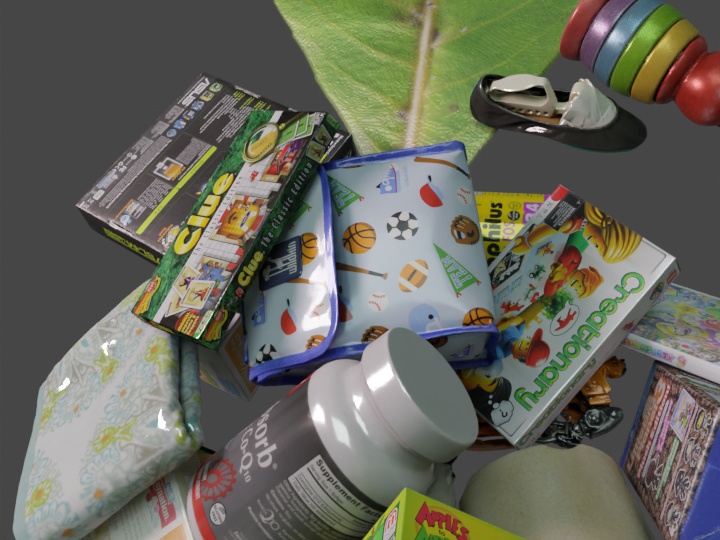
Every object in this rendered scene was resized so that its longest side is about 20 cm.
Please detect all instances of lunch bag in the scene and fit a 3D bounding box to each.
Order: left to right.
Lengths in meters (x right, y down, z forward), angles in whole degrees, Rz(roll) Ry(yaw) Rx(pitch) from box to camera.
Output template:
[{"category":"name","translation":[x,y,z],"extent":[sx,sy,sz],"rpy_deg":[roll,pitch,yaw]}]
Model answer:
[{"category":"lunch bag","translation":[0.000,0.000,0.689],"extent":[0.199,0.124,0.171],"rpy_deg":[-7,68,3]}]

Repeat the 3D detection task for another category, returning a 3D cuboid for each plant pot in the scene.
[{"category":"plant pot","translation":[0.152,0.240,0.629],"extent":[0.199,0.201,0.184],"rpy_deg":[-11,45,2]}]

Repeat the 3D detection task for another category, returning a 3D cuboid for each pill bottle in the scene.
[{"category":"pill bottle","translation":[-0.020,0.136,0.609],"extent":[0.200,0.116,0.116],"rpy_deg":[-41,55,21]},{"category":"pill bottle","translation":[0.103,-0.026,0.838],"extent":[0.199,0.104,0.105],"rpy_deg":[3,58,11]}]

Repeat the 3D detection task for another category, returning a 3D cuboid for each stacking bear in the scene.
[{"category":"stacking bear","translation":[0.331,-0.233,0.936],"extent":[0.200,0.122,0.114],"rpy_deg":[39,68,20]}]

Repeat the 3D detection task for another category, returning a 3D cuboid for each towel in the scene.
[{"category":"towel","translation":[-0.203,0.111,0.693],"extent":[0.171,0.048,0.200],"rpy_deg":[-39,36,16]}]

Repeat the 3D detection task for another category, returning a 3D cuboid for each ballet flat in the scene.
[{"category":"ballet flat","translation":[0.215,-0.177,0.937],"extent":[0.199,0.069,0.068],"rpy_deg":[11,60,15]}]

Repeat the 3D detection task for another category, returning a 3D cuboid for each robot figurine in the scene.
[{"category":"robot figurine","translation":[0.140,0.100,0.781],"extent":[0.199,0.058,0.146],"rpy_deg":[-5,58,6]}]

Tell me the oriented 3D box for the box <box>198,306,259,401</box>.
[{"category":"box","translation":[-0.111,0.008,0.845],"extent":[0.101,0.113,0.200],"rpy_deg":[22,62,23]}]

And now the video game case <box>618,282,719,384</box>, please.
[{"category":"video game case","translation":[0.288,0.050,0.736],"extent":[0.199,0.018,0.143],"rpy_deg":[22,28,40]}]

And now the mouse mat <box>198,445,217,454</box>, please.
[{"category":"mouse mat","translation":[-0.170,0.236,0.774],"extent":[0.199,0.008,0.161],"rpy_deg":[19,63,18]}]

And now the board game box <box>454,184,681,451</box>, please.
[{"category":"board game box","translation":[0.155,0.038,0.724],"extent":[0.200,0.035,0.126],"rpy_deg":[-49,54,-1]}]

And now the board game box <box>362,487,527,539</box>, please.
[{"category":"board game box","translation":[0.026,0.234,0.557],"extent":[0.101,0.200,0.048],"rpy_deg":[25,35,-10]}]

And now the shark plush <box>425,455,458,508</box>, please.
[{"category":"shark plush","translation":[0.025,0.181,0.656],"extent":[0.083,0.091,0.201],"rpy_deg":[1,60,45]}]

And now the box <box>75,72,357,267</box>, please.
[{"category":"box","translation":[-0.135,-0.085,0.816],"extent":[0.192,0.048,0.200],"rpy_deg":[27,65,22]}]

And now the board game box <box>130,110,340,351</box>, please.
[{"category":"board game box","translation":[-0.099,-0.039,0.671],"extent":[0.105,0.023,0.201],"rpy_deg":[10,67,49]}]

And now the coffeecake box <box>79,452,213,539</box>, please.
[{"category":"coffeecake box","translation":[-0.177,0.260,0.669],"extent":[0.200,0.073,0.154],"rpy_deg":[-37,57,17]}]

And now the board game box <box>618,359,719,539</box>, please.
[{"category":"board game box","translation":[0.293,0.149,0.616],"extent":[0.159,0.200,0.097],"rpy_deg":[18,95,7]}]
